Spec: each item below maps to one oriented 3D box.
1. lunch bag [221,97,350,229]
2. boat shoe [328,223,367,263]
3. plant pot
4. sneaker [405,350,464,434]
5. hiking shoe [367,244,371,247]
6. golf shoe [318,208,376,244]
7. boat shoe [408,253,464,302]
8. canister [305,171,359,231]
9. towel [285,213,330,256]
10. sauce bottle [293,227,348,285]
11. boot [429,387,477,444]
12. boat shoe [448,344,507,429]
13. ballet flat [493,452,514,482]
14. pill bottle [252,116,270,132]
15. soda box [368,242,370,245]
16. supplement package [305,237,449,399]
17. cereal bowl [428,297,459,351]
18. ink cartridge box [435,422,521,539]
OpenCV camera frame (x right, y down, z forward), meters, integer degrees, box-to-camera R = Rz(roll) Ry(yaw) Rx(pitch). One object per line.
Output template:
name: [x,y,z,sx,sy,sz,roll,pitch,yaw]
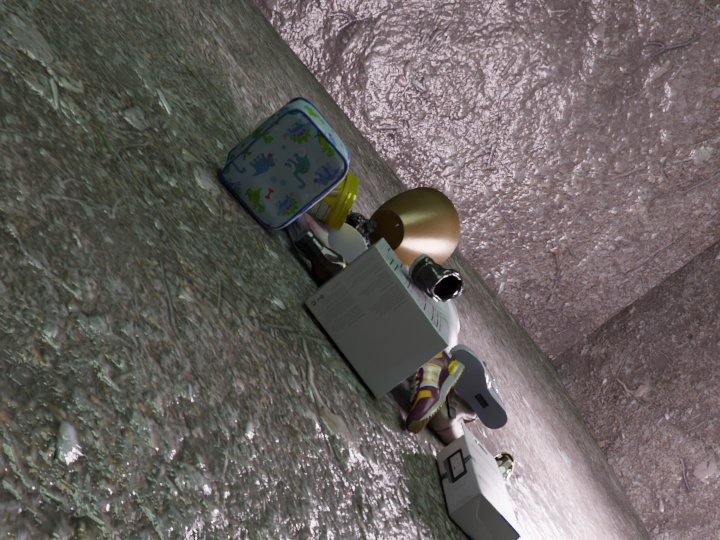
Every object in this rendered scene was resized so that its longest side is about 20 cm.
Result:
lunch bag: [-0.124,-0.177,1.348,0.161,0.199,0.083,46,21,-20]
boat shoe: [0.000,0.000,1.542,0.202,0.073,0.065,59,-10,4]
plant pot: [0.099,-0.091,1.762,0.188,0.186,0.199,55,28,14]
sneaker: [0.108,0.203,1.389,0.090,0.075,0.200,38,36,6]
hiking shoe: [0.060,0.036,1.634,0.100,0.076,0.201,-38,90,-37]
golf shoe: [-0.060,-0.124,1.641,0.200,0.078,0.094,44,-10,-31]
boat shoe: [0.143,0.027,1.377,0.057,0.067,0.199,45,8,28]
canister: [-0.108,-0.169,1.490,0.198,0.087,0.149,26,23,-8]
towel: [-0.097,-0.080,1.575,0.191,0.032,0.201,38,20,-50]
sauce bottle: [-0.043,0.009,1.448,0.201,0.066,0.066,51,12,-18]
boot: [0.167,0.243,1.526,0.148,0.069,0.201,61,18,-21]
boat shoe: [0.226,0.208,1.533,0.203,0.074,0.086,54,18,-23]
ballet flat: [0.263,0.388,1.536,0.069,0.063,0.200,54,13,9]
pill bottle: [-0.150,-0.258,1.683,0.112,0.111,0.200,56,13,18]
soda box: [0.066,0.029,1.800,0.201,0.063,0.068,53,12,-4]
supplement package: [0.034,0.076,1.339,0.201,0.151,0.151,53,10,-2]
cereal bowl: [0.152,0.101,1.666,0.200,0.082,0.203,164,-90,-77]
ink cartridge box: [0.192,0.362,1.333,0.116,0.068,0.201,49,13,-19]
